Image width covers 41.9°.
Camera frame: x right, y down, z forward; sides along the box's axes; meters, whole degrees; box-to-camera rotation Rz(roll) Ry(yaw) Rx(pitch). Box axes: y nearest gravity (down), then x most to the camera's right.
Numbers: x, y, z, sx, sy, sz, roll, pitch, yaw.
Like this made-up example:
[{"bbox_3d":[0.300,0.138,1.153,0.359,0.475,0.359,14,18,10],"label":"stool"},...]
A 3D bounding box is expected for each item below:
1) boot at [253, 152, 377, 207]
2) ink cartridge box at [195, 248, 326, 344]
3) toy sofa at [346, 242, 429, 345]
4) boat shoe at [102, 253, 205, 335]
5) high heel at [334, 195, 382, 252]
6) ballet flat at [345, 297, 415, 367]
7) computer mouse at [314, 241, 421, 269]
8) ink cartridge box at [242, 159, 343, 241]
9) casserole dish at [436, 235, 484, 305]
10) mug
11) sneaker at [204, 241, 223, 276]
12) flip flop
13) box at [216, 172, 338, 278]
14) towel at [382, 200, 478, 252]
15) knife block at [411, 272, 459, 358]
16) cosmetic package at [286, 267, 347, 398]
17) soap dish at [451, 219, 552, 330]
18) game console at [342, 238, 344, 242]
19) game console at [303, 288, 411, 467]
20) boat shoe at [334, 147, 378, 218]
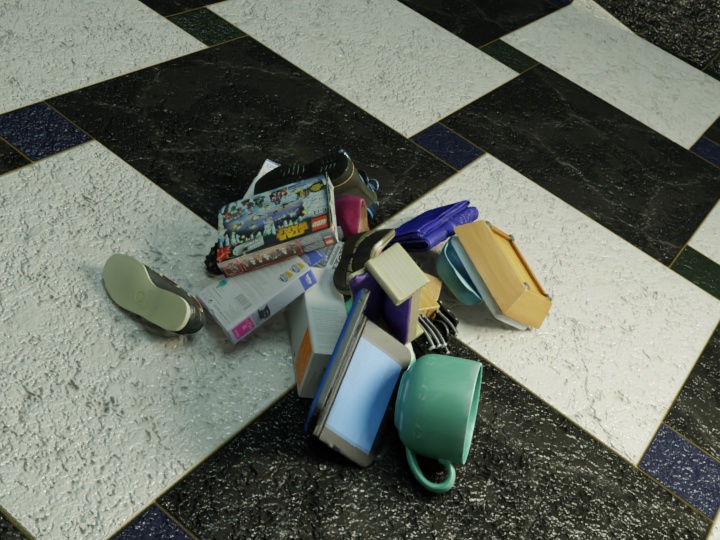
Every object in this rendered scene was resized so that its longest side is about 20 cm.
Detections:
[{"bbox_3d":[-0.080,-0.132,1.693,0.197,0.138,0.079,-8,63,26],"label":"boot"},{"bbox_3d":[-0.155,0.020,1.508,0.199,0.042,0.119,-39,44,-11],"label":"ink cartridge box"},{"bbox_3d":[0.042,0.054,1.445,0.097,0.201,0.083,-33,67,-15],"label":"toy sofa"},{"bbox_3d":[-0.328,0.040,1.480,0.200,0.074,0.063,30,0,27],"label":"boat shoe"},{"bbox_3d":[0.013,-0.063,1.681,0.200,0.095,0.068,51,47,-35],"label":"high heel"},{"bbox_3d":[0.039,0.114,1.564,0.200,0.071,0.067,43,36,25],"label":"ballet flat"},{"bbox_3d":[0.000,0.000,1.630,0.197,0.044,0.111,20,55,9],"label":"computer mouse"},{"bbox_3d":[-0.126,-0.087,1.714,0.197,0.041,0.202,24,54,3],"label":"ink cartridge box"},{"bbox_3d":[0.189,0.003,1.754,0.121,0.039,0.200,49,19,-5],"label":"casserole dish"},{"bbox_3d":[0.111,0.214,1.407,0.113,0.154,0.186,10,39,12],"label":"mug"},{"bbox_3d":[-0.176,-0.049,1.616,0.199,0.073,0.072,-35,68,-5],"label":"sneaker"},{"bbox_3d":[0.009,-0.011,1.570,0.080,0.058,0.201,-7,31,21],"label":"flip flop"},{"bbox_3d":[-0.137,-0.075,1.534,0.197,0.040,0.138,-17,45,9],"label":"box"},{"bbox_3d":[0.123,-0.084,1.810,0.146,0.050,0.199,-5,16,39],"label":"towel"},{"bbox_3d":[0.078,0.070,1.643,0.197,0.065,0.176,23,36,0],"label":"knife block"},{"bbox_3d":[-0.066,0.097,1.505,0.070,0.102,0.201,7,38,-17],"label":"cosmetic package"},{"bbox_3d":[0.264,0.006,1.741,0.157,0.081,0.202,22,34,-54],"label":"soap dish"},{"bbox_3d":[-0.107,-0.096,1.784,0.198,0.031,0.177,26,37,6],"label":"game console"},{"bbox_3d":[0.007,0.157,1.352,0.117,0.171,0.202,22,66,1],"label":"game console"},{"bbox_3d":[-0.005,-0.163,1.796,0.083,0.200,0.069,21,76,22],"label":"boat shoe"}]
